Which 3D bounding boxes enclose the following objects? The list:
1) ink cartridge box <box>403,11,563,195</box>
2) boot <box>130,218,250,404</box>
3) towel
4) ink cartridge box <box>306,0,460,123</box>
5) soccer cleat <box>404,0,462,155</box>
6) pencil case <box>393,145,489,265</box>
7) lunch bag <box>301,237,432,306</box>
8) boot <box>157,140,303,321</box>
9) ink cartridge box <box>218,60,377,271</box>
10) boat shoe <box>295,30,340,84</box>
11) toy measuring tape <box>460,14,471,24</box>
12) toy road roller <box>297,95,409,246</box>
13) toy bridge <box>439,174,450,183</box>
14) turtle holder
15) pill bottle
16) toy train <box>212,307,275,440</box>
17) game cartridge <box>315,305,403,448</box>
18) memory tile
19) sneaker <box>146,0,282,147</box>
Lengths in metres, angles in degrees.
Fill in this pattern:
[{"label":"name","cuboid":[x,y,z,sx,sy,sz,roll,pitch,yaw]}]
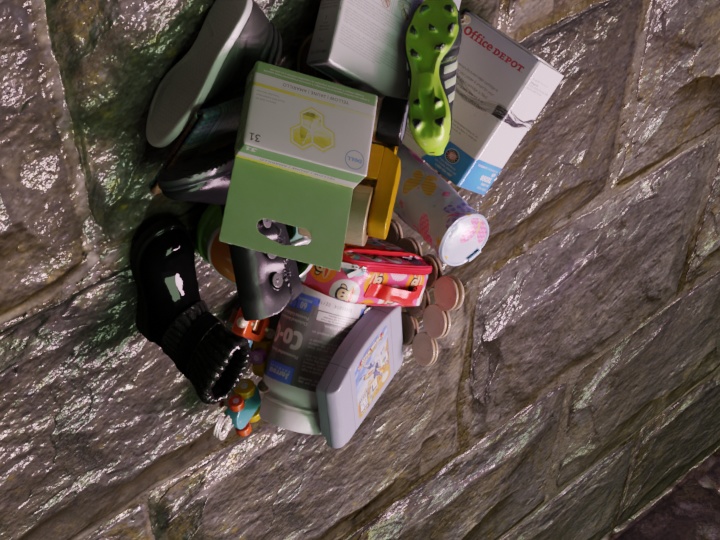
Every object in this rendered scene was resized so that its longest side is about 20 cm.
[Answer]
[{"label":"ink cartridge box","cuboid":[0.157,-0.227,1.730,0.084,0.145,0.200,12,115,-56]},{"label":"boot","cuboid":[-0.206,0.051,1.574,0.079,0.158,0.211,-28,143,-29]},{"label":"towel","cuboid":[-0.147,-0.160,1.484,0.200,0.022,0.147,-24,161,-48]},{"label":"ink cartridge box","cuboid":[0.033,-0.296,1.554,0.200,0.044,0.174,23,75,-44]},{"label":"soccer cleat","cuboid":[0.087,-0.237,1.546,0.081,0.067,0.200,67,27,-71]},{"label":"pencil case","cuboid":[0.090,-0.090,1.751,0.083,0.200,0.091,-31,138,-15]},{"label":"lunch bag","cuboid":[0.000,0.000,1.748,0.200,0.176,0.082,4,110,-53]},{"label":"boot","cuboid":[-0.144,-0.035,1.450,0.165,0.066,0.200,-27,117,-42]},{"label":"ink cartridge box","cuboid":[-0.066,-0.114,1.385,0.145,0.200,0.048,14,158,-17]},{"label":"boat shoe","cuboid":[-0.026,-0.219,1.590,0.072,0.068,0.200,-39,147,-15]},{"label":"toy measuring tape","cuboid":[0.080,-0.261,1.672,0.200,0.074,0.074,-38,147,-23]},{"label":"toy road roller","cuboid":[-0.012,-0.116,1.511,0.146,0.123,0.200,84,18,-70]},{"label":"toy bridge","cuboid":[0.148,-0.175,1.887,0.200,0.027,0.067,-50,149,3]},{"label":"turtle holder","cuboid":[-0.111,-0.046,1.612,0.185,0.132,0.141,-4,127,-48]},{"label":"pill bottle","cuboid":[-0.071,0.121,1.783,0.114,0.114,0.200,13,93,-55]},{"label":"toy train","cuboid":[-0.170,0.135,1.785,0.150,0.056,0.200,17,90,-66]},{"label":"game cartridge","cuboid":[0.003,0.136,1.770,0.200,0.042,0.133,-52,154,-39]},{"label":"memory tile","cuboid":[0.070,0.030,1.848,0.017,0.200,0.153,-6,127,-37]},{"label":"sneaker","cuboid":[-0.157,-0.212,1.434,0.200,0.071,0.099,-57,143,5]}]
